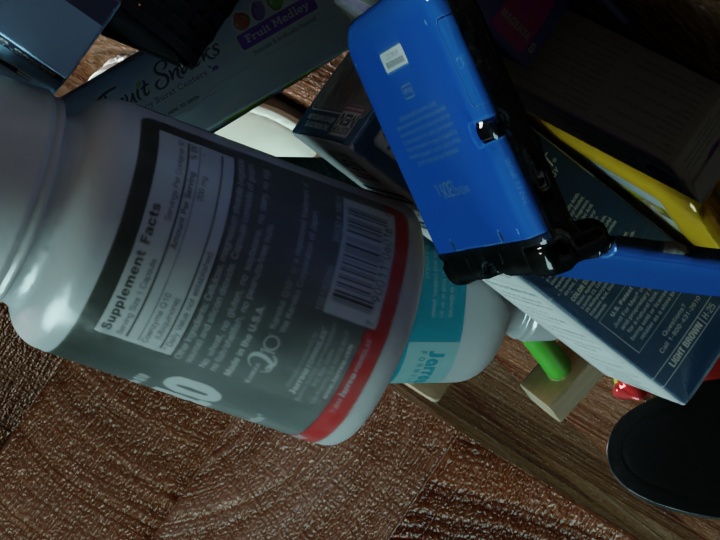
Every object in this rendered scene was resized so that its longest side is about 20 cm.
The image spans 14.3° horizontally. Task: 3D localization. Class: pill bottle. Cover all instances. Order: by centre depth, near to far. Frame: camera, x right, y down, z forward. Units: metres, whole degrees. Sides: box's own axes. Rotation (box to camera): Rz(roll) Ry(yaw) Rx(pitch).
[{"bbox_3d":[-0.083,-0.006,1.241,0.199,0.114,0.114,20,179,-17],"label":"pill bottle"},{"bbox_3d":[0.000,0.000,1.396,0.199,0.111,0.111,0,-177,-14],"label":"pill bottle"}]

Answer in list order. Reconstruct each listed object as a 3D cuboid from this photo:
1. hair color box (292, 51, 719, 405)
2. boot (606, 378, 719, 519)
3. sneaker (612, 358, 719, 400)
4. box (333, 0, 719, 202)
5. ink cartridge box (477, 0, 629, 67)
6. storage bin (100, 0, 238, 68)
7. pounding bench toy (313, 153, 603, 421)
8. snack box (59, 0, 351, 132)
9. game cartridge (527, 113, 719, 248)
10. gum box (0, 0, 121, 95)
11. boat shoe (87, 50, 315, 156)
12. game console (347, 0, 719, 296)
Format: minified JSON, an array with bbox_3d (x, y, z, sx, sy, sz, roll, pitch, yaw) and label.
[{"bbox_3d":[0.073,-0.024,1.305,0.200,0.061,0.100,37,175,-17],"label":"hair color box"},{"bbox_3d":[0.202,0.089,1.409,0.200,0.188,0.069,111,146,-80],"label":"boot"},{"bbox_3d":[0.146,0.023,1.467,0.200,0.085,0.077,34,173,-2],"label":"sneaker"},{"bbox_3d":[0.068,-0.090,1.174,0.200,0.042,0.039,30,172,34],"label":"box"},{"bbox_3d":[0.002,-0.142,1.125,0.200,0.042,0.119,27,172,42],"label":"ink cartridge box"},{"bbox_3d":[-0.142,-0.189,1.285,0.200,0.094,0.135,38,173,-32],"label":"storage bin"},{"bbox_3d":[0.056,0.004,1.630,0.200,0.124,0.156,34,174,5],"label":"pounding bench toy"},{"bbox_3d":[-0.099,-0.082,1.407,0.053,0.200,0.142,60,173,-3],"label":"snack box"},{"bbox_3d":[0.104,-0.053,1.334,0.200,0.032,0.176,30,173,28],"label":"game cartridge"},{"bbox_3d":[-0.194,-0.143,1.275,0.170,0.045,0.200,35,174,-8],"label":"gum box"},{"bbox_3d":[-0.083,-0.098,1.921,0.201,0.072,0.060,21,-147,11],"label":"boat shoe"},{"bbox_3d":[0.090,-0.048,1.110,0.200,0.118,0.171,170,76,-81],"label":"game console"}]
